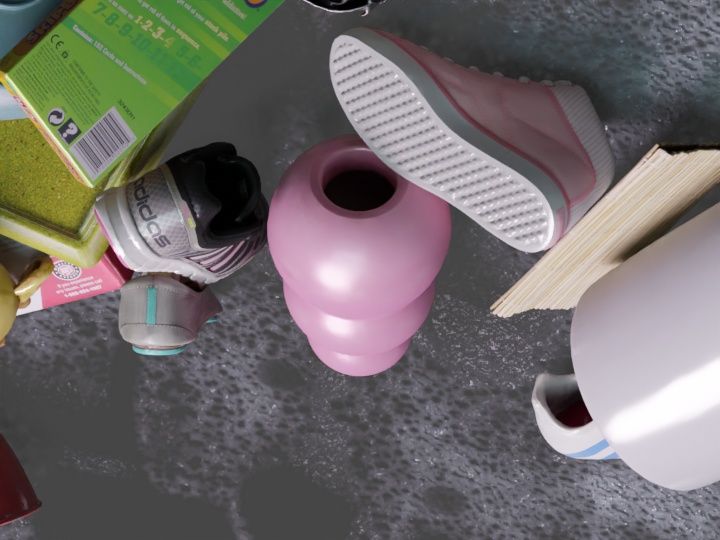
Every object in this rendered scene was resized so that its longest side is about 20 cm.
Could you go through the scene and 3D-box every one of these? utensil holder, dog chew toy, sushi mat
[{"bbox_3d":[0.257,0.035,1.285,0.170,0.171,0.199,38,134,-21],"label":"utensil holder"},{"bbox_3d":[0.000,0.000,1.372,0.123,0.125,0.201,10,144,8],"label":"dog chew toy"},{"bbox_3d":[0.172,-0.026,1.325,0.095,0.012,0.200,-7,152,-38],"label":"sushi mat"}]

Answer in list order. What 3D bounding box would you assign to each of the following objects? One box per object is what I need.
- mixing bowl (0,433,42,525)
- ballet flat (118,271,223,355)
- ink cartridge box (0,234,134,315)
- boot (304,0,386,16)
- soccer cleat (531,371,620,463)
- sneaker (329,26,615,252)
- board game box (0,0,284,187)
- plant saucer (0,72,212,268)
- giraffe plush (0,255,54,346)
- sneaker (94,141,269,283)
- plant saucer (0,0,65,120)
[{"bbox_3d":[-0.367,0.162,1.621,0.198,0.200,0.110,-12,93,27],"label":"mixing bowl"},{"bbox_3d":[-0.133,0.015,1.419,0.067,0.200,0.064,-1,96,0],"label":"ballet flat"},{"bbox_3d":[-0.260,-0.069,1.403,0.146,0.086,0.201,-11,128,27],"label":"ink cartridge box"},{"bbox_3d":[0.038,-0.178,1.158,0.198,0.139,0.078,21,137,-6],"label":"boot"},{"bbox_3d":[0.216,0.099,1.427,0.198,0.070,0.086,-7,143,26],"label":"soccer cleat"},{"bbox_3d":[0.077,-0.098,1.285,0.200,0.104,0.076,39,139,21],"label":"sneaker"},{"bbox_3d":[-0.124,-0.154,1.224,0.030,0.200,0.096,28,158,53],"label":"board game box"},{"bbox_3d":[-0.207,-0.104,1.286,0.198,0.048,0.201,24,109,-27],"label":"plant saucer"},{"bbox_3d":[-0.291,0.025,1.343,0.171,0.162,0.202,5,114,24],"label":"giraffe plush"},{"bbox_3d":[-0.094,-0.040,1.327,0.087,0.200,0.074,-23,82,20],"label":"sneaker"},{"bbox_3d":[-0.212,-0.190,1.200,0.200,0.201,0.027,44,169,-26],"label":"plant saucer"}]
